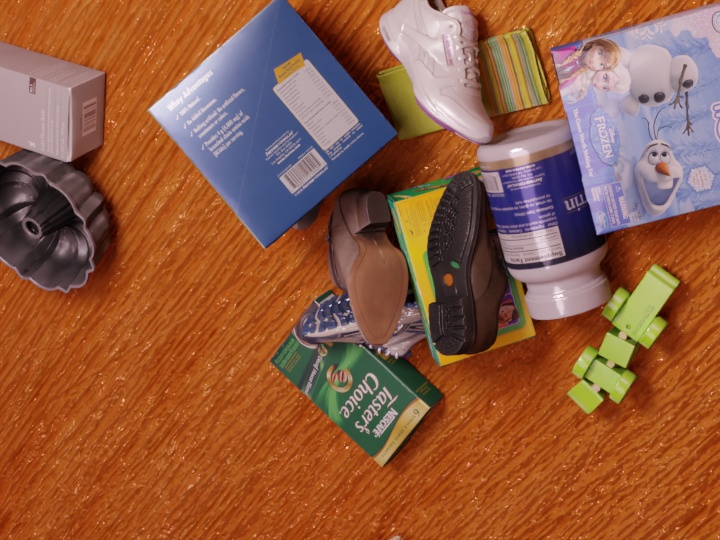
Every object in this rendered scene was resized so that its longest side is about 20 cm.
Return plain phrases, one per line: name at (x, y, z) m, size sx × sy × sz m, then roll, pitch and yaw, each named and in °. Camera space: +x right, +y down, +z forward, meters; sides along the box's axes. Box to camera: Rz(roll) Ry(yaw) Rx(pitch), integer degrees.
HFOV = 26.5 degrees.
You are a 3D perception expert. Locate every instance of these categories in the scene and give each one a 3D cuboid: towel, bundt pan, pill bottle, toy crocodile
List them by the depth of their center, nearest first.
pill bottle at (0.205, -0.055, 1.673) m, size 0.115 × 0.116 × 0.201 m, roll -9°, pitch 104°, yaw 31°
toy crocodile at (0.294, 0.080, 1.714) m, size 0.067 × 0.062 × 0.201 m, roll 32°, pitch 116°, yaw 15°
towel at (0.114, -0.207, 1.725) m, size 0.199 × 0.018 × 0.087 m, roll -12°, pitch 101°, yaw 32°
bundt pan at (-0.411, -0.075, 2.016) m, size 0.201 × 0.076 × 0.203 m, roll 18°, pitch 132°, yaw 21°

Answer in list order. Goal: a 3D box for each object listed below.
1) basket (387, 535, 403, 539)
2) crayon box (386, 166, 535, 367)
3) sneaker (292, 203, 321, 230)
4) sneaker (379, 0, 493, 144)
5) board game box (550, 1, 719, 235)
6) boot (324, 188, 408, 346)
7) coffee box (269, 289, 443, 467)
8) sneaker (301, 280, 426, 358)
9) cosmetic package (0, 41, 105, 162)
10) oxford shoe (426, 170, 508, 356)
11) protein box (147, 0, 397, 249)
basket at (-0.017, 0.466, 1.945) m, size 0.199 × 0.198 × 0.162 m, roll -26°, pitch 93°, yaw 34°
crayon box at (0.114, -0.004, 1.742) m, size 0.118 × 0.058 × 0.201 m, roll -17°, pitch 101°, yaw -5°
sneaker at (-0.104, -0.144, 1.847) m, size 0.080 × 0.070 × 0.202 m, roll -15°, pitch 93°, yaw 38°
sneaker at (0.096, -0.229, 1.667) m, size 0.100 × 0.075 × 0.201 m, roll -41°, pitch 66°, yaw 25°
board game box at (0.315, -0.158, 1.579) m, size 0.198 × 0.043 × 0.201 m, roll -15°, pitch 102°, yaw 11°
boot at (0.000, 0.000, 1.783) m, size 0.146 × 0.070 × 0.202 m, roll 144°, pitch 130°, yaw -68°
coffee box at (-0.006, 0.134, 1.904) m, size 0.200 × 0.044 × 0.123 m, roll 43°, pitch 123°, yaw 8°
sneaker at (0.028, 0.071, 1.827) m, size 0.199 × 0.077 × 0.086 m, roll -11°, pitch 117°, yaw 14°
cosmetic package at (-0.433, -0.223, 1.985) m, size 0.199 × 0.090 × 0.108 m, roll 15°, pitch 118°, yaw 20°
oxford shoe at (0.122, -0.008, 1.687) m, size 0.072 × 0.084 × 0.202 m, roll 4°, pitch 92°, yaw 51°
protein box at (-0.096, -0.166, 1.729) m, size 0.198 × 0.135 × 0.200 m, roll -41°, pitch 93°, yaw 2°
